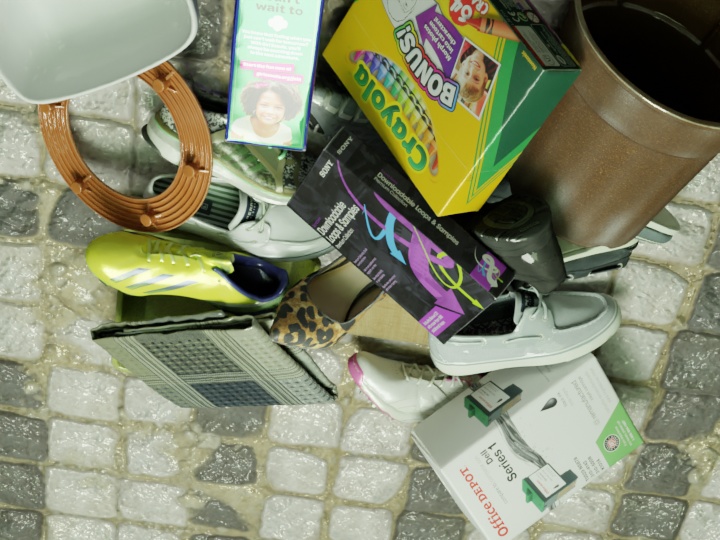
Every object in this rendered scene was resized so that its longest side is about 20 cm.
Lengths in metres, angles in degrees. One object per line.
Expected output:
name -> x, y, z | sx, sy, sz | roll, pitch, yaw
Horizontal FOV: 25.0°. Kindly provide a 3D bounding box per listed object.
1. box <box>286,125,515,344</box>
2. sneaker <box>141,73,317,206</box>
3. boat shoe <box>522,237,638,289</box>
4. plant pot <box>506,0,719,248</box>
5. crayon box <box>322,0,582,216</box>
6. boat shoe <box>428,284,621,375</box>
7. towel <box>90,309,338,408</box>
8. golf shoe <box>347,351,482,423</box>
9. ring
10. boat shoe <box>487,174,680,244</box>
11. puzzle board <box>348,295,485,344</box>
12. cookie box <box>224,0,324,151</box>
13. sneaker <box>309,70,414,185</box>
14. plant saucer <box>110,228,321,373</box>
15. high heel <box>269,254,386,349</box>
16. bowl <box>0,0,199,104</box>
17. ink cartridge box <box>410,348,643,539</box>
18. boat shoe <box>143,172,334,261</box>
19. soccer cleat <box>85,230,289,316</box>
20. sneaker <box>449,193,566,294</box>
box -> 0.031, -0.028, 1.454 | 0.200, 0.036, 0.143 | 42, 155, 1
sneaker -> -0.101, -0.125, 1.525 | 0.198, 0.077, 0.089 | 18, 121, -14
boat shoe -> 0.177, -0.014, 1.590 | 0.198, 0.075, 0.066 | -14, 139, -10
plant pot -> 0.231, -0.137, 1.422 | 0.199, 0.201, 0.199 | 19, 138, -12
crayon box -> 0.073, -0.179, 1.387 | 0.058, 0.201, 0.173 | -8, 144, -44
boat shoe -> 0.164, 0.053, 1.641 | 0.199, 0.070, 0.072 | -13, 138, 5
towel -> -0.144, 0.089, 1.631 | 0.191, 0.035, 0.200 | -4, 153, 23
golf shoe -> 0.077, 0.126, 1.733 | 0.199, 0.076, 0.092 | 31, 114, -28
ring -> -0.223, -0.125, 1.506 | 0.199, 0.019, 0.202 | 15, 122, 25
boat shoe -> 0.205, -0.061, 1.550 | 0.198, 0.073, 0.062 | 20, 116, -3
puzzle board -> 0.061, -0.005, 1.650 | 0.149, 0.017, 0.201 | 8, 130, -1
cookie box -> -0.068, -0.233, 1.362 | 0.074, 0.172, 0.201 | 5, 131, -4
sneaker -> -0.020, -0.112, 1.505 | 0.198, 0.075, 0.116 | 19, 109, -12
plant saucer -> -0.150, 0.031, 1.673 | 0.198, 0.048, 0.201 | 9, 130, -4
high heel -> 0.000, 0.000, 1.540 | 0.072, 0.200, 0.143 | 50, 129, 10
bowl -> -0.247, -0.261, 1.401 | 0.198, 0.075, 0.201 | -17, 117, 17
ink cartridge box -> 0.174, 0.175, 1.701 | 0.199, 0.084, 0.146 | -37, 124, -3
boat shoe -> -0.112, -0.052, 1.562 | 0.198, 0.074, 0.067 | 7, 173, -4
soccer cleat -> -0.161, -0.005, 1.543 | 0.199, 0.065, 0.084 | 15, 152, -24
sneaker -> 0.111, -0.025, 1.464 | 0.076, 0.200, 0.091 | -38, 119, -16
